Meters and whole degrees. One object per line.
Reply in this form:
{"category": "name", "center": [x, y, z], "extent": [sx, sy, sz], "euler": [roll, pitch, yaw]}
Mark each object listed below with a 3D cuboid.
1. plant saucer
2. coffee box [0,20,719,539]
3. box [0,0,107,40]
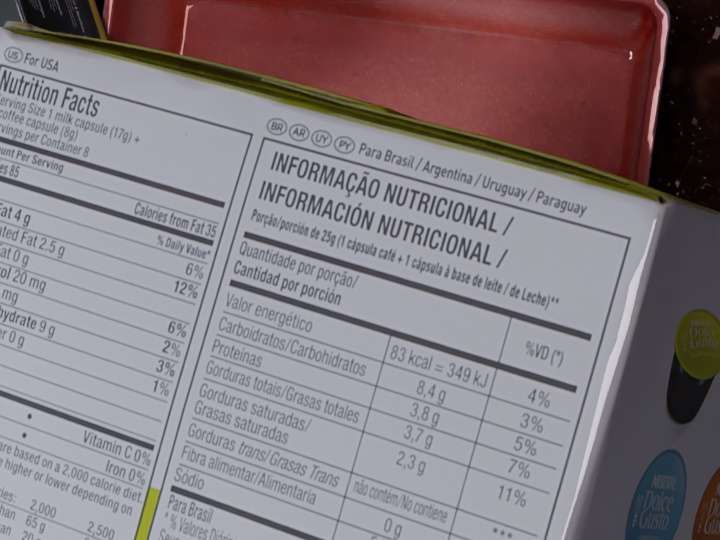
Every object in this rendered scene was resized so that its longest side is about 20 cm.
{"category": "plant saucer", "center": [0.000, 0.000, 0.857], "extent": [0.199, 0.037, 0.201], "euler": [9, 94, 23]}
{"category": "coffee box", "center": [0.008, 0.062, 0.708], "extent": [0.199, 0.199, 0.199], "euler": [16, 91, 30]}
{"category": "box", "center": [-0.168, -0.085, 0.905], "extent": [0.159, 0.049, 0.201], "euler": [-29, 73, 29]}
